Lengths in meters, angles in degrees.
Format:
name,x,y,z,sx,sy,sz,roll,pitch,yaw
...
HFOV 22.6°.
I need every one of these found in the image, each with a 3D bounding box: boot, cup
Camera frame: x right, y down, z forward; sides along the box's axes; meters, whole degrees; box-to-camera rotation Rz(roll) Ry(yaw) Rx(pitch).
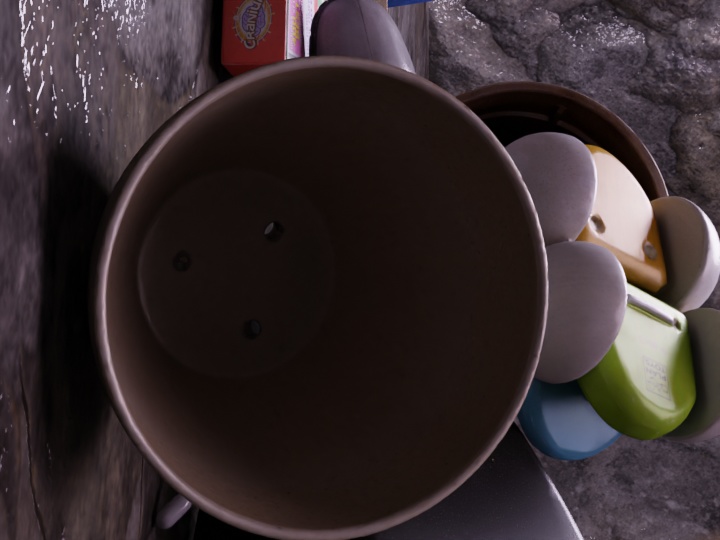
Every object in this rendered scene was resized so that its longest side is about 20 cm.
name,x,y,z,sx,sy,sz,roll,pitch,yaw
boot,0.034,-0.079,1.066,0.132,0.070,0.201,-19,-93,68
cup,-0.036,0.007,0.806,0.143,0.199,0.201,-167,-101,-69

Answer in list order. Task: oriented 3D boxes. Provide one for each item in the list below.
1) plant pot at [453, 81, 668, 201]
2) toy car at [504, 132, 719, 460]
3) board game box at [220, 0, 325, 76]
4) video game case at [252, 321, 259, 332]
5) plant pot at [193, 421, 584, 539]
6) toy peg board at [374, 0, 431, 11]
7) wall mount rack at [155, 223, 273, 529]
name,x,y,z,sx,sy,sz,roll,pitch,yaw
plant pot,0.102,-0.015,1.270,0.198,0.199,0.201,113,-20,-84
toy car,0.131,0.027,1.093,0.150,0.175,0.201,-38,-136,32
board game box,-0.045,-0.180,1.160,0.200,0.040,0.154,45,46,-77
video game case,-0.065,-0.055,1.249,0.143,0.018,0.201,83,10,-58
plant pot,0.011,0.179,1.041,0.199,0.199,0.178,-29,-113,45
toy peg board,0.021,-0.298,1.306,0.200,0.097,0.201,-113,-164,-47
wall mount rack,-0.071,0.031,0.957,0.200,0.074,0.174,86,5,-52
